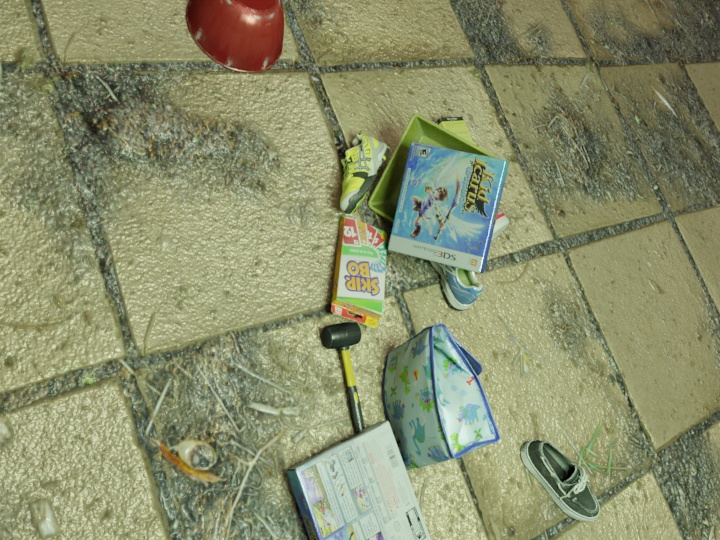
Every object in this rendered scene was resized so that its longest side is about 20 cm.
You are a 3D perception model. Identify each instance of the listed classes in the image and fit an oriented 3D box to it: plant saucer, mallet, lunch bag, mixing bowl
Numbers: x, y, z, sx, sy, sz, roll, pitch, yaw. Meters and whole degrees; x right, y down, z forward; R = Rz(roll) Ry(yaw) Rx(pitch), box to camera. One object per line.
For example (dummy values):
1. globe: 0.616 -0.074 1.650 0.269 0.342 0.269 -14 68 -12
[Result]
1. plant saucer: 0.143 -0.163 1.167 0.198 0.203 0.048 32 12 17
2. mallet: -0.024 0.186 1.015 0.065 0.041 0.205 4 71 -30
3. lunch bag: 0.118 0.207 1.004 0.125 0.170 0.204 -10 72 -32
4. mixing bowl: -0.220 -0.494 1.152 0.196 0.108 0.205 13 63 -26

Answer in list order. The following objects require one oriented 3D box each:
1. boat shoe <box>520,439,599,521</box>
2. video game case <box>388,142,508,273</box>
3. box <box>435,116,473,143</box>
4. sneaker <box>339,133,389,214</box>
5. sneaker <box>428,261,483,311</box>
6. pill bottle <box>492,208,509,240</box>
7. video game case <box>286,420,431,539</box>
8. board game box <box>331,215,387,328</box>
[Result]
1. boat shoe: 0.392 0.393 1.144 0.200 0.068 0.074 50 55 -3
2. video game case: 0.158 -0.115 1.105 0.178 0.045 0.205 14 96 19
3. box: 0.222 -0.237 1.331 0.074 0.050 0.204 -12 75 -34
4. sneaker: -0.009 -0.186 1.170 0.075 0.076 0.202 29 47 -7
5. sneaker: 0.181 -0.025 1.199 0.075 0.077 0.203 -20 77 -33
6. pill bottle: 0.199 -0.139 1.231 0.110 0.111 0.201 -30 77 -35
7. video game case: 0.000 0.364 0.935 0.179 0.045 0.204 -17 83 -35
8. board game box: 0.000 0.000 1.101 0.094 0.030 0.204 20 56 -21
